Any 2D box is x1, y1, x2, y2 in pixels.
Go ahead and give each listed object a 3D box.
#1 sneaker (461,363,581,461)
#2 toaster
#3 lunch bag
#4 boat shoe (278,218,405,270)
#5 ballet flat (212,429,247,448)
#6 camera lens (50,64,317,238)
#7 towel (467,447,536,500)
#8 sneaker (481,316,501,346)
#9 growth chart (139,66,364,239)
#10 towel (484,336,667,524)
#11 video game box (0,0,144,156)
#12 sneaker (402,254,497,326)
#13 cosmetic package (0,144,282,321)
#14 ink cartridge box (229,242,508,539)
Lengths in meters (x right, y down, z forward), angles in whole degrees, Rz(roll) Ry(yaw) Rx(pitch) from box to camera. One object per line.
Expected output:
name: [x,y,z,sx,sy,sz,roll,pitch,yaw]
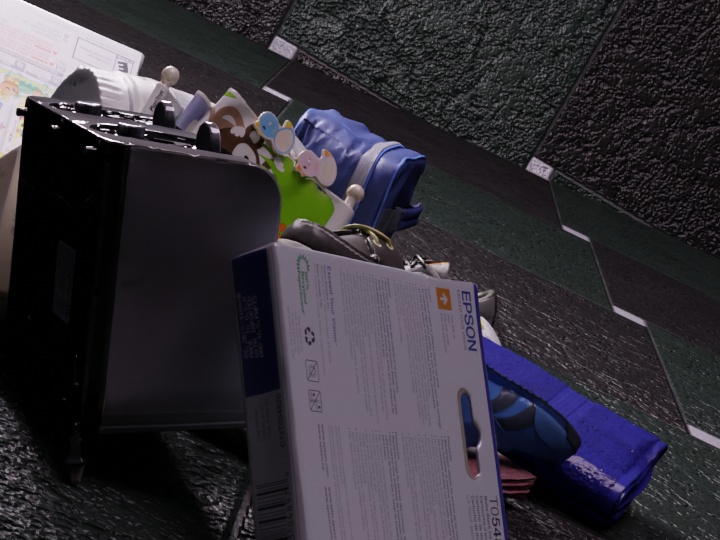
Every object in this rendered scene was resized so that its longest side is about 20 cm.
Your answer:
sneaker: [0.076,0.104,1.453,0.199,0.079,0.066,33,-12,-30]
toaster: [-0.138,0.003,1.187,0.117,0.202,0.181,2,11,-25]
lunch bag: [-0.009,-0.072,1.962,0.131,0.137,0.200,27,10,8]
boat shoe: [0.000,0.000,1.451,0.071,0.061,0.201,22,-10,32]
ballet flat: [-0.036,0.097,1.287,0.199,0.067,0.057,30,-25,4]
camera lens: [-0.144,-0.053,1.513,0.199,0.161,0.160,19,13,-30]
towel: [0.017,0.115,1.467,0.199,0.023,0.143,32,15,36]
sneaker: [0.023,0.048,1.705,0.199,0.076,0.105,32,31,25]
growth chart: [-0.093,-0.057,1.441,0.199,0.146,0.018,33,-20,-27]
towel: [0.138,0.125,1.587,0.199,0.050,0.147,31,21,15]
video game box: [-0.291,-0.141,1.634,0.198,0.047,0.183,23,48,-15]
sneaker: [0.033,0.013,1.817,0.198,0.080,0.074,24,13,-1]
cosmetic package: [-0.161,0.001,1.333,0.198,0.105,0.073,19,-18,-25]
ink cartridge box: [0.008,0.095,1.148,0.040,0.202,0.199,-16,-17,36]
